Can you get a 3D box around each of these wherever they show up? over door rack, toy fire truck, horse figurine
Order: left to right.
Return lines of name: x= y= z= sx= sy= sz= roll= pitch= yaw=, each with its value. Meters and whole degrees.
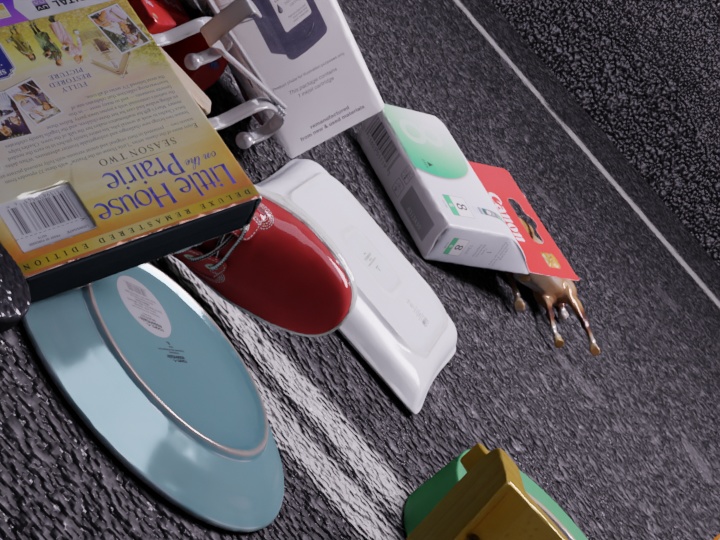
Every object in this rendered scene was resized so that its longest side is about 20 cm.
toy fire truck: x=-0.142 y=-0.144 z=1.231 sx=0.141 sy=0.049 sz=0.200 roll=57 pitch=16 yaw=22
over door rack: x=-0.114 y=-0.164 z=1.103 sx=0.148 sy=0.066 sz=0.200 roll=57 pitch=-5 yaw=14
horse figurine: x=0.164 y=0.004 z=1.724 sx=0.200 sy=0.050 sz=0.133 roll=41 pitch=23 yaw=-35

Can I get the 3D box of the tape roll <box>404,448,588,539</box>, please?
tape roll: x=0.110 y=0.205 z=1.123 sx=0.200 sy=0.048 sz=0.201 roll=46 pitch=16 yaw=-17

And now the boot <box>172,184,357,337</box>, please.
boot: x=-0.093 y=-0.020 z=1.012 sx=0.199 sy=0.073 sz=0.144 roll=36 pitch=12 yaw=-3

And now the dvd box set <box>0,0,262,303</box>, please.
dvd box set: x=-0.162 y=-0.086 z=0.932 sx=0.146 sy=0.029 sz=0.201 roll=-22 pitch=66 yaw=-34

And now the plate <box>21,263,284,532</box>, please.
plate: x=-0.102 y=0.049 z=0.943 sx=0.200 sy=0.026 sz=0.200 roll=45 pitch=17 yaw=-18

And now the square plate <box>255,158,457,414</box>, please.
square plate: x=0.000 y=0.000 z=1.326 sx=0.198 sy=0.028 sz=0.200 roll=49 pitch=16 yaw=-1

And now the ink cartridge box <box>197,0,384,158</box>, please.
ink cartridge box: x=-0.073 y=-0.203 z=1.326 sx=0.201 sy=0.084 sz=0.145 roll=64 pitch=-6 yaw=-22

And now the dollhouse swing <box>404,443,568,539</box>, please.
dollhouse swing: x=0.082 y=0.213 z=0.957 sx=0.200 sy=0.182 sz=0.176 roll=47 pitch=-14 yaw=-9

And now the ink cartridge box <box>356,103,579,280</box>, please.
ink cartridge box: x=0.108 y=-0.069 z=1.643 sx=0.199 sy=0.050 sz=0.161 roll=7 pitch=41 yaw=-39

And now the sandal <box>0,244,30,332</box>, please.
sandal: x=-0.208 y=-0.024 z=0.807 sx=0.200 sy=0.045 sz=0.075 roll=44 pitch=3 yaw=41

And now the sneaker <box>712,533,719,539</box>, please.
sneaker: x=0.222 y=0.256 z=1.058 sx=0.091 sy=0.201 sz=0.076 roll=16 pitch=-16 yaw=27
